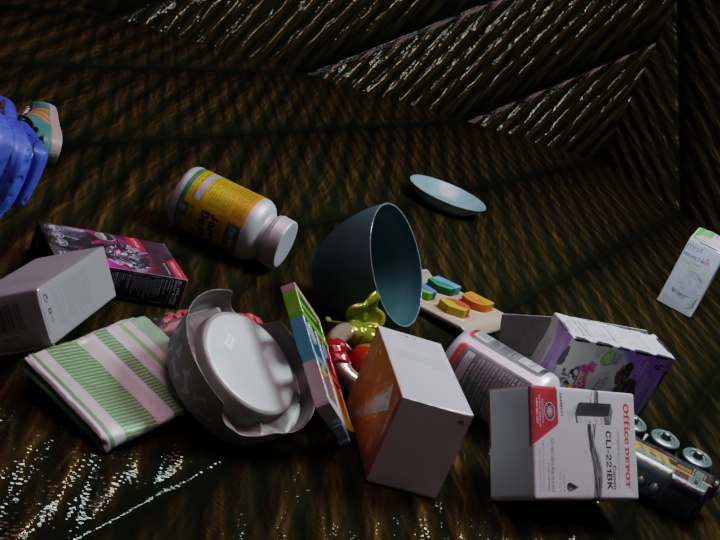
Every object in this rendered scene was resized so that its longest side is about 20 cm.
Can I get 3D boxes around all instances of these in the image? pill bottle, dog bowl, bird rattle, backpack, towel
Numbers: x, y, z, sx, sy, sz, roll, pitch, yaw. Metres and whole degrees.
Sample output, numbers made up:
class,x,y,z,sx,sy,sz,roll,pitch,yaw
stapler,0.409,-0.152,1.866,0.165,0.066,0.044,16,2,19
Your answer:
class,x,y,z,sx,sy,sz,roll,pitch,yaw
pill bottle,-0.211,-0.085,1.869,0.200,0.113,0.113,26,19,11
pill bottle,0.218,0.179,1.624,0.200,0.114,0.114,31,20,24
dog bowl,-0.146,0.121,1.336,0.200,0.059,0.200,37,30,-26
bird rattle,-0.008,0.115,1.576,0.163,0.113,0.200,43,25,8
backpack,-0.549,-0.170,1.636,0.168,0.163,0.200,16,18,-30
towel,-0.271,0.125,1.284,0.153,0.023,0.200,40,28,16

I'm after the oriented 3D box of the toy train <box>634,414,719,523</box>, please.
class,x,y,z,sx,sy,sz,roll,pitch,yaw
toy train,0.426,0.286,1.630,0.200,0.085,0.114,28,29,17

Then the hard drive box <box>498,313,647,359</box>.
class,x,y,z,sx,sy,sz,roll,pitch,yaw
hard drive box,0.353,0.122,1.871,0.156,0.077,0.200,11,-5,-29

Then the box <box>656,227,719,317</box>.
class,x,y,z,sx,sy,sz,roll,pitch,yaw
box,0.819,0.002,2.721,0.097,0.177,0.200,28,20,17

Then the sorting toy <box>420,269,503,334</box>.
class,x,y,z,sx,sy,sz,roll,pitch,yaw
sorting toy,0.158,0.053,2.030,0.200,0.037,0.185,32,20,25

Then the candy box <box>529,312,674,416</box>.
class,x,y,z,sx,sy,sz,roll,pitch,yaw
candy box,0.355,0.168,1.722,0.200,0.168,0.072,12,27,-26

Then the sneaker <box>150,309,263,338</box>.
class,x,y,z,sx,sy,sz,roll,pitch,yaw
sneaker,-0.187,0.099,1.445,0.200,0.071,0.098,4,25,-45

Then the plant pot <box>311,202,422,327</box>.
class,x,y,z,sx,sy,sz,roll,pitch,yaw
plant pot,0.000,0.000,1.803,0.135,0.200,0.200,-9,5,25

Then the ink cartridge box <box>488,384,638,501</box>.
class,x,y,z,sx,sy,sz,roll,pitch,yaw
ink cartridge box,0.269,0.230,1.468,0.200,0.145,0.084,9,-15,-37

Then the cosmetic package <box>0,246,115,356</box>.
class,x,y,z,sx,sy,sz,roll,pitch,yaw
cosmetic package,-0.381,0.035,1.340,0.101,0.074,0.200,-9,12,13

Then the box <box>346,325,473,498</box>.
class,x,y,z,sx,sy,sz,roll,pitch,yaw
box,0.058,0.177,1.428,0.097,0.125,0.200,17,18,-15

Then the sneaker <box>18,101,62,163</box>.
class,x,y,z,sx,sy,sz,roll,pitch,yaw
sneaker,-0.585,-0.258,1.981,0.080,0.071,0.200,16,20,-31

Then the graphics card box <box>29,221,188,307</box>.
class,x,y,z,sx,sy,sz,roll,pitch,yaw
graphics card box,-0.357,-0.008,1.583,0.200,0.051,0.125,10,22,-32

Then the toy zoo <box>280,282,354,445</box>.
class,x,y,z,sx,sy,sz,roll,pitch,yaw
toy zoo,-0.049,0.127,1.399,0.131,0.020,0.200,62,9,-63

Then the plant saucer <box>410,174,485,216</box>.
class,x,y,z,sx,sy,sz,roll,pitch,yaw
plant saucer,0.207,-0.174,2.723,0.201,0.039,0.201,20,18,-7
